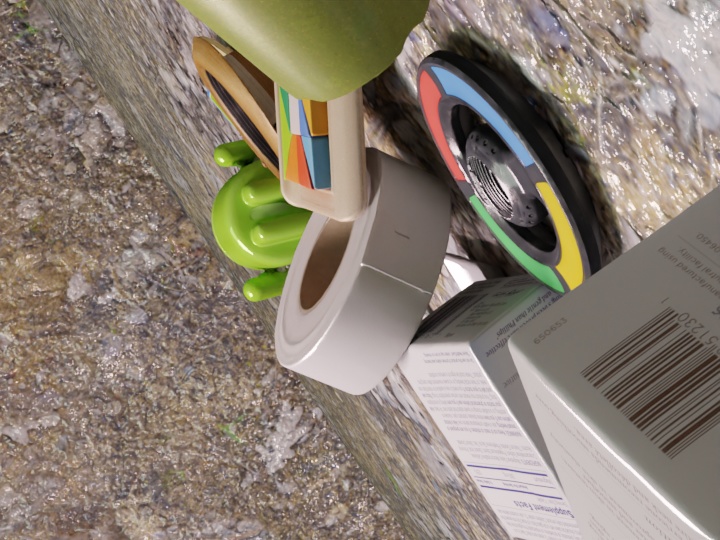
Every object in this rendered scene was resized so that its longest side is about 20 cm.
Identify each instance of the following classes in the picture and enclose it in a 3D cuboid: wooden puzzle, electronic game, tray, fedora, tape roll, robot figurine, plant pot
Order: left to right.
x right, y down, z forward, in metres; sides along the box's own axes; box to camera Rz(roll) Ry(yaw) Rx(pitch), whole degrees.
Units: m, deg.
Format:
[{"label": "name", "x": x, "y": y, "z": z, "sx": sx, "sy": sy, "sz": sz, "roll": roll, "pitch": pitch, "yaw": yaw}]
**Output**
[{"label": "robot figurine", "x": -0.102, "y": -0.060, "z": 1.694, "sx": 0.200, "sy": 0.114, "sz": 0.178, "roll": 169, "pitch": 85, "yaw": -76}, {"label": "fedora", "x": -0.084, "y": -0.166, "z": 1.524, "sx": 0.201, "sy": 0.082, "sz": 0.201, "roll": 49, "pitch": 172, "yaw": 9}, {"label": "plant pot", "x": -0.052, "y": -0.216, "z": 0.991, "sx": 0.190, "sy": 0.200, "sz": 0.200, "roll": 46, "pitch": 177, "yaw": -34}, {"label": "wooden puzzle", "x": -0.044, "y": -0.141, "z": 1.316, "sx": 0.200, "sy": 0.037, "sz": 0.188, "roll": -162, "pitch": 67, "yaw": -71}, {"label": "tape roll", "x": 0.000, "y": 0.000, "z": 1.311, "sx": 0.070, "sy": 0.205, "sz": 0.202, "roll": 23, "pitch": 179, "yaw": -17}, {"label": "electronic game", "x": 0.102, "y": -0.066, "z": 1.075, "sx": 0.201, "sy": 0.041, "sz": 0.200, "roll": 53, "pitch": 170, "yaw": 13}, {"label": "tray", "x": 0.143, "y": 0.066, "z": 1.367, "sx": 0.201, "sy": 0.022, "sz": 0.107, "roll": 58, "pitch": 169, "yaw": -14}]

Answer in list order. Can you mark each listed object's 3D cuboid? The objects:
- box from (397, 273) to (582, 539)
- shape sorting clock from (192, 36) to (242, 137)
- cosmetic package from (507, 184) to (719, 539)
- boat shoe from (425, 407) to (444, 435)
[{"label": "box", "x": 0.142, "y": 0.112, "z": 1.222, "sx": 0.201, "sy": 0.104, "sz": 0.184, "roll": 57, "pitch": 163, "yaw": -7}, {"label": "shape sorting clock", "x": -0.122, "y": -0.187, "z": 1.754, "sx": 0.200, "sy": 0.039, "sz": 0.200, "roll": 49, "pitch": 167, "yaw": 15}, {"label": "cosmetic package", "x": 0.202, "y": 0.094, "z": 0.757, "sx": 0.167, "sy": 0.165, "sz": 0.201, "roll": 45, "pitch": 165, "yaw": 47}, {"label": "boat shoe", "x": 0.120, "y": 0.164, "z": 1.647, "sx": 0.201, "sy": 0.070, "sz": 0.070, "roll": 54, "pitch": 166, "yaw": 11}]
